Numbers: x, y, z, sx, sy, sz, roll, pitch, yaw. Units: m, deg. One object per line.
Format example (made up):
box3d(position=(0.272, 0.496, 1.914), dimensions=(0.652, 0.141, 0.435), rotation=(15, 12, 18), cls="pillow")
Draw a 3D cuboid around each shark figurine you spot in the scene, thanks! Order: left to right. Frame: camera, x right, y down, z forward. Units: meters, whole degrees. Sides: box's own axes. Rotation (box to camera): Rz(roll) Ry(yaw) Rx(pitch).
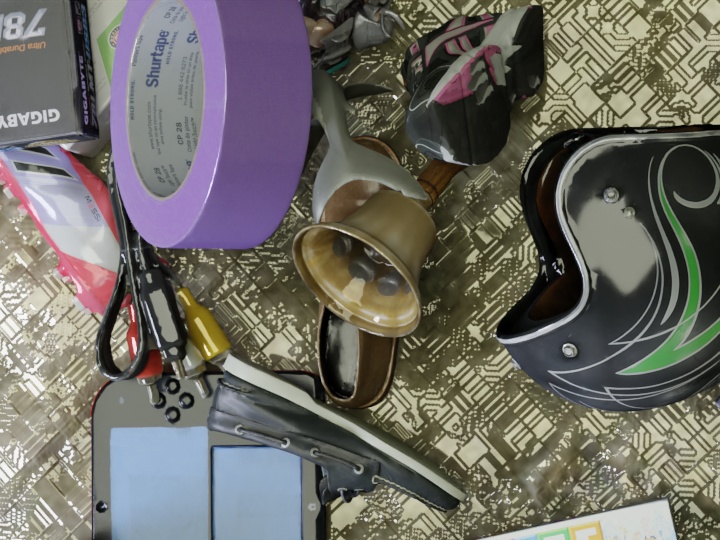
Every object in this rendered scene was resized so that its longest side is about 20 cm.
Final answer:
box3d(position=(-0.014, -0.107, 1.394), dimensions=(0.089, 0.214, 0.129), rotation=(-6, 99, -16), cls="shark figurine")

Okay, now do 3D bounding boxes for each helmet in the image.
box3d(position=(0.190, -0.001, 1.397), dimensions=(0.199, 0.200, 0.192), rotation=(-2, 95, 10), cls="helmet")

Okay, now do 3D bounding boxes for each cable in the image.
box3d(position=(-0.158, 0.001, 1.504), dimensions=(0.097, 0.050, 0.201), rotation=(-16, 86, 12), cls="cable")

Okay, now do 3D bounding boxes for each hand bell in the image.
box3d(position=(0.049, -0.059, 1.452), dimensions=(0.104, 0.104, 0.200), rotation=(32, 59, 10), cls="hand bell")

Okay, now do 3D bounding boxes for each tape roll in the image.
box3d(position=(-0.105, -0.115, 1.391), dimensions=(0.065, 0.200, 0.202), rotation=(0, 87, -28), cls="tape roll")

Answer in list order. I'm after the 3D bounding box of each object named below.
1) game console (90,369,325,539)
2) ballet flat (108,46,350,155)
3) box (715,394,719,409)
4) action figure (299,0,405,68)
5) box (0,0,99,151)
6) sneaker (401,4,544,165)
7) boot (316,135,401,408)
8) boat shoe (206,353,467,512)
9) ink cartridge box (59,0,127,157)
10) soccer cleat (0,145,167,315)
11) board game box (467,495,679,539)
box3d(position=(-0.113, 0.175, 1.524), dimensions=(0.176, 0.031, 0.201), rotation=(-1, 88, 11), cls="game console")
box3d(position=(-0.104, -0.126, 1.513), dimensions=(0.200, 0.068, 0.075), rotation=(-37, 97, 9), cls="ballet flat")
box3d(position=(0.378, 0.083, 1.390), dimensions=(0.200, 0.123, 0.199), rotation=(41, 96, 10), cls="box")
box3d(position=(-0.057, -0.209, 1.489), dimensions=(0.199, 0.130, 0.070), rotation=(23, 117, 15), cls="action figure")
box3d(position=(-0.298, -0.183, 1.497), dimensions=(0.199, 0.050, 0.200), rotation=(-6, 86, 12), cls="box")
box3d(position=(0.064, -0.128, 1.435), dimensions=(0.086, 0.200, 0.081), rotation=(2, 111, 22), cls="sneaker")
box3d(position=(0.000, 0.000, 1.488), dimensions=(0.073, 0.075, 0.201), rotation=(2, 87, 12), cls="boot")
box3d(position=(-0.021, 0.134, 1.474), dimensions=(0.199, 0.075, 0.066), rotation=(29, 90, -8), cls="boat shoe")
box3d(position=(-0.244, -0.195, 1.545), dimensions=(0.200, 0.067, 0.117), rotation=(43, 97, 9), cls="ink cartridge box")
box3d(position=(-0.224, -0.060, 1.541), dimensions=(0.076, 0.067, 0.201), rotation=(-32, 84, -4), cls="soccer cleat")
box3d(position=(0.139, 0.249, 1.471), dimensions=(0.199, 0.034, 0.135), rotation=(-14, 85, 10), cls="board game box")
